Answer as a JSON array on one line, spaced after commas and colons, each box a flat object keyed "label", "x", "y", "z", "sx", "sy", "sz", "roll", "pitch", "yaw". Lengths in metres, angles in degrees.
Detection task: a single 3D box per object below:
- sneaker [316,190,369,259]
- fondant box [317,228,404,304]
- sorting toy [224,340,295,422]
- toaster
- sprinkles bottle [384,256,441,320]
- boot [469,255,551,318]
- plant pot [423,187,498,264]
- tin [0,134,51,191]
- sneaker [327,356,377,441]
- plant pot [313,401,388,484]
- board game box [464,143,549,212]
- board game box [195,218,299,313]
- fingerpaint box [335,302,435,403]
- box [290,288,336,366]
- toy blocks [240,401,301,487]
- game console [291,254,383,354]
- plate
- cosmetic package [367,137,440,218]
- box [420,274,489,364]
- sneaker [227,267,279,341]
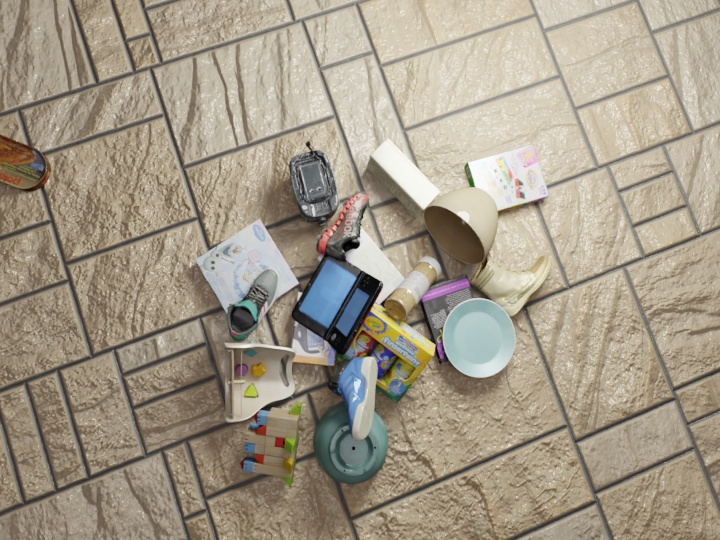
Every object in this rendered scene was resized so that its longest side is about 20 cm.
[{"label": "sneaker", "x": -0.025, "y": -0.110, "z": 1.442, "sx": 0.097, "sy": 0.071, "sz": 0.202, "roll": 30, "pitch": 72, "yaw": 16}, {"label": "fondant box", "x": 0.000, "y": 0.000, "z": 1.496, "sx": 0.144, "sy": 0.058, "sz": 0.201, "roll": -41, "pitch": 86, "yaw": -8}, {"label": "sorting toy", "x": -0.249, "y": 0.257, "z": 1.416, "sx": 0.176, "sy": 0.107, "sz": 0.205, "roll": 0, "pitch": 107, "yaw": -14}, {"label": "toaster", "x": -0.123, "y": -0.219, "z": 1.479, "sx": 0.111, "sy": 0.129, "sz": 0.204, "roll": -16, "pitch": 84, "yaw": -7}, {"label": "sprinkles bottle", "x": 0.136, "y": 0.043, "z": 1.448, "sx": 0.068, "sy": 0.068, "sz": 0.200, "roll": 43, "pitch": 48, "yaw": 2}, {"label": "boot", "x": 0.402, "y": 0.005, "z": 1.519, "sx": 0.155, "sy": 0.073, "sz": 0.201, "roll": 41, "pitch": 87, "yaw": -1}, {"label": "plant pot", "x": 0.280, "y": -0.135, "z": 1.474, "sx": 0.200, "sy": 0.200, "sz": 0.135, "roll": 44, "pitch": 72, "yaw": 2}, {"label": "tin", "x": -0.904, "y": -0.277, "z": 1.472, "sx": 0.196, "sy": 0.042, "sz": 0.114, "roll": 22, "pitch": 78, "yaw": -1}, {"label": "sneaker", "x": -0.026, "y": 0.304, "z": 1.359, "sx": 0.109, "sy": 0.077, "sz": 0.204, "roll": -5, "pitch": 59, "yaw": 23}, {"label": "plant pot", "x": -0.020, "y": 0.431, "z": 1.400, "sx": 0.195, "sy": 0.134, "sz": 0.205, "roll": 1, "pitch": 82, "yaw": -4}, {"label": "board game box", "x": 0.403, "y": -0.246, "z": 1.568, "sx": 0.196, "sy": 0.040, "sz": 0.156, "roll": -15, "pitch": 84, "yaw": -6}, {"label": "board game box", "x": -0.292, "y": 0.005, "z": 1.479, "sx": 0.197, "sy": 0.043, "sz": 0.202, "roll": -32, "pitch": 86, "yaw": -6}, {"label": "fingerpaint box", "x": 0.062, "y": 0.205, "z": 1.432, "sx": 0.198, "sy": 0.073, "sz": 0.168, "roll": 36, "pitch": 110, "yaw": 1}, {"label": "box", "x": -0.114, "y": 0.141, "z": 1.478, "sx": 0.116, "sy": 0.041, "sz": 0.205, "roll": 6, "pitch": 84, "yaw": -3}, {"label": "toy blocks", "x": -0.224, "y": 0.420, "z": 1.402, "sx": 0.133, "sy": 0.100, "sz": 0.205, "roll": 7, "pitch": 101, "yaw": 2}, {"label": "game console", "x": -0.060, "y": 0.076, "z": 1.404, "sx": 0.117, "sy": 0.172, "sz": 0.203, "roll": 30, "pitch": 89, "yaw": -24}, {"label": "plate", "x": 0.307, "y": 0.176, "z": 1.480, "sx": 0.195, "sy": 0.026, "sz": 0.205, "roll": 1, "pitch": 82, "yaw": -6}, {"label": "cosmetic package", "x": 0.112, "y": -0.243, "z": 1.514, "sx": 0.200, "sy": 0.104, "sz": 0.073, "roll": 45, "pitch": 81, "yaw": 1}, {"label": "box", "x": 0.245, "y": 0.129, "z": 1.510, "sx": 0.140, "sy": 0.036, "sz": 0.204, "roll": -16, "pitch": 83, "yaw": -7}, {"label": "sneaker", "x": -0.264, "y": 0.081, "z": 1.390, "sx": 0.082, "sy": 0.121, "sz": 0.203, "roll": 27, "pitch": 83, "yaw": -2}]
